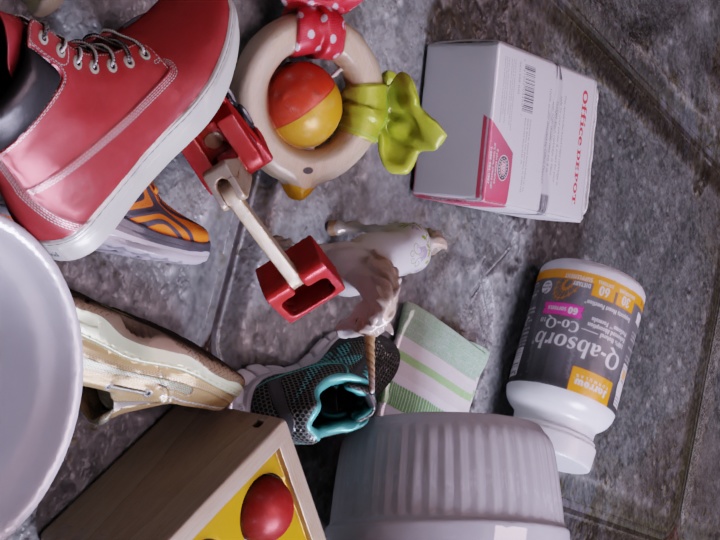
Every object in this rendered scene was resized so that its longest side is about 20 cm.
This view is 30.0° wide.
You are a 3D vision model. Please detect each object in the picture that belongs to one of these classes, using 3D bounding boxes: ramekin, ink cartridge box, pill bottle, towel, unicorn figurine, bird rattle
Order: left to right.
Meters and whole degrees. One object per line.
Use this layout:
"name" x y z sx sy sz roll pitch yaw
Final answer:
"ramekin" -0.257 0.059 0.733 0.200 0.097 0.202 -12 105 -52
"bird rattle" -0.028 -0.146 1.027 0.163 0.112 0.200 -45 128 -20
"unicorn figurine" 0.000 0.000 1.046 0.200 0.137 0.074 -42 128 -42
"towel" 0.059 0.148 1.247 0.152 0.023 0.201 32 69 -50
"ramekin" 0.071 0.180 1.102 0.200 0.199 0.106 22 64 -53
"ink cartridge box" 0.141 -0.127 1.270 0.200 0.084 0.147 6 90 -52
"pill bottle" 0.215 0.098 1.378 0.116 0.116 0.201 38 65 -50

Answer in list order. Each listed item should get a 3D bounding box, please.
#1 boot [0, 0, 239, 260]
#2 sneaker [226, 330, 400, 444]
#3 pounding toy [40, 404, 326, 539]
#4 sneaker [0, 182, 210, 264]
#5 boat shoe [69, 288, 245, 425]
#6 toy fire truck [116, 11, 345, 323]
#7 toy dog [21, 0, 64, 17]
"boot" -0.147 -0.123 0.757 0.200 0.072 0.145 -59 149 -25
"sneaker" -0.017 0.101 1.077 0.200 0.091 0.078 -22 113 -51
"pounding toy" -0.085 0.217 0.956 0.184 0.142 0.201 -44 128 -41
"sneaker" -0.161 -0.071 0.864 0.200 0.077 0.113 21 79 -53
"boat shoe" -0.163 0.068 0.902 0.200 0.072 0.076 29 85 -44
"toy fire truck" -0.091 -0.069 0.915 0.200 0.049 0.141 52 10 -46
"toy dog" -0.186 -0.234 0.778 0.200 0.139 0.194 30 26 -52
